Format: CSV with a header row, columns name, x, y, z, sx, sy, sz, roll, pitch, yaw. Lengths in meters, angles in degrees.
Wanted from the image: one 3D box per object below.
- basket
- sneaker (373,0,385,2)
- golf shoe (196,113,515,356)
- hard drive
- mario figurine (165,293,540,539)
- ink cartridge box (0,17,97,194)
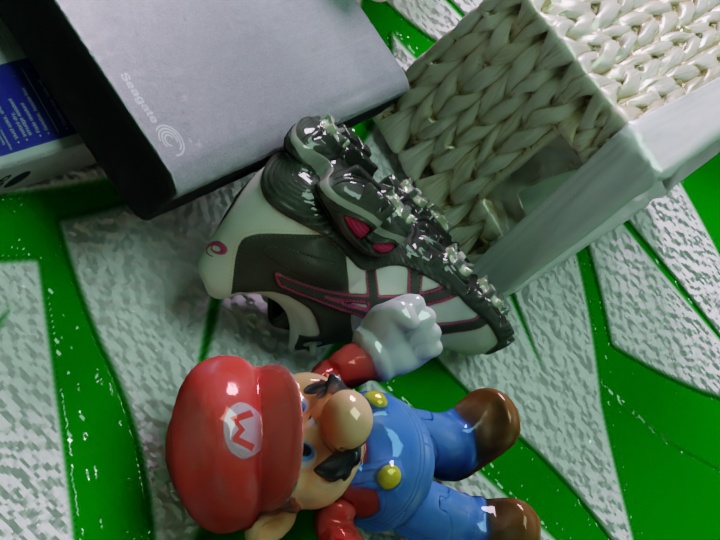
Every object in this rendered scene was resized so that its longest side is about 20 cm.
name,x,y,z,sx,sy,sz,roll,pitch,yaw
basket,0.119,-0.090,1.152,0.124,0.135,0.200,54,38,4
sneaker,0.015,-0.172,1.141,0.200,0.070,0.081,2,66,-66
golf shoe,0.000,0.000,1.022,0.200,0.088,0.077,37,15,-53
hard drive,-0.072,-0.109,0.996,0.140,0.033,0.200,56,35,3
mario figurine,0.008,0.076,0.934,0.200,0.106,0.123,13,23,-47
ink cartridge box,-0.148,-0.089,0.961,0.200,0.039,0.100,-22,79,-52
